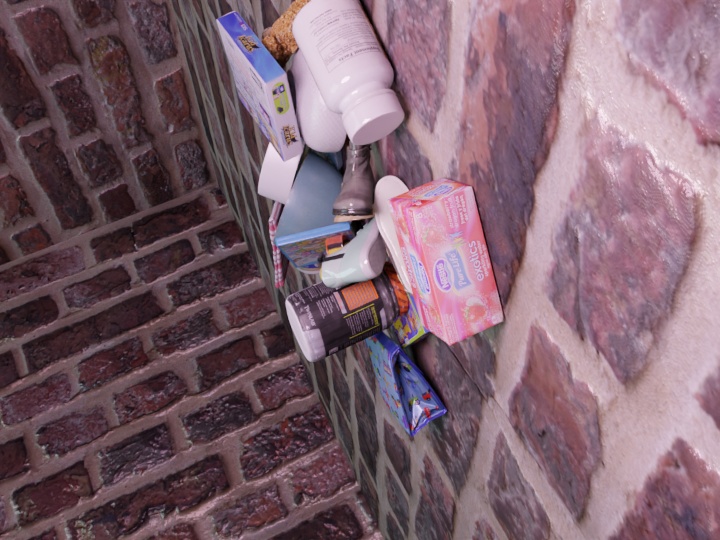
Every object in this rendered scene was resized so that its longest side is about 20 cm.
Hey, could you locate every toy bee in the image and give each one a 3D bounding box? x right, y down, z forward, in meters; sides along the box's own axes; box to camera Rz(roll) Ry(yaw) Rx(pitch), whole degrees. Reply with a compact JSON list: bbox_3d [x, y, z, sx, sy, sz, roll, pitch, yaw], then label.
[{"bbox_3d":[0.000,0.000,1.525,0.129,0.198,0.111,-20,74,40],"label":"toy bee"}]

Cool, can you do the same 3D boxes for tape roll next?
[{"bbox_3d":[-0.146,-0.242,1.646,0.202,0.069,0.207,-160,89,-90],"label":"tape roll"}]

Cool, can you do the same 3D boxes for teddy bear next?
[{"bbox_3d":[-0.127,-0.424,1.398,0.066,0.147,0.200,33,174,-14],"label":"teddy bear"}]

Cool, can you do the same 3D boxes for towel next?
[{"bbox_3d":[-0.178,-0.082,1.768,0.148,0.029,0.203,-83,-6,-48],"label":"towel"}]

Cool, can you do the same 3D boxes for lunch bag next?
[{"bbox_3d":[0.069,0.200,1.593,0.202,0.093,0.150,62,171,-24],"label":"lunch bag"}]

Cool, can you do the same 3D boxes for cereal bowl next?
[{"bbox_3d":[-0.084,-0.310,1.416,0.200,0.081,0.205,174,90,-75],"label":"cereal bowl"}]

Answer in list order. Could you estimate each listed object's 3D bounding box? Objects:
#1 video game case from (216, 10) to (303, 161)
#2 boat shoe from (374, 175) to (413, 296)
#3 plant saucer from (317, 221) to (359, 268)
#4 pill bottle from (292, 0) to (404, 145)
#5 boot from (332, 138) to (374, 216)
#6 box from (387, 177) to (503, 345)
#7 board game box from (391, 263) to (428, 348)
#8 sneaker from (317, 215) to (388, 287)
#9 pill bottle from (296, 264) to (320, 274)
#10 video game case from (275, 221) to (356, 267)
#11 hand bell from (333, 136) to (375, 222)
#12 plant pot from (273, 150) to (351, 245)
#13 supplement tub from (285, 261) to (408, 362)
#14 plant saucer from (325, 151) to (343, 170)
[{"bbox_3d":[-0.175,-0.322,1.403,0.201,0.045,0.183,55,164,32],"label":"video game case"},{"bbox_3d":[0.069,-0.053,1.314,0.060,0.071,0.206,86,166,-80],"label":"boat shoe"},{"bbox_3d":[-0.056,-0.072,1.771,0.199,0.029,0.204,30,129,44],"label":"plant saucer"},{"bbox_3d":[-0.014,-0.296,1.181,0.115,0.112,0.203,113,133,-72],"label":"pill bottle"},{"bbox_3d":[-0.009,-0.164,1.305,0.200,0.066,0.134,-74,-15,-74],"label":"boot"},{"bbox_3d":[0.119,-0.014,1.120,0.102,0.093,0.204,-146,36,-66],"label":"box"},{"bbox_3d":[0.088,0.061,1.475,0.200,0.044,0.137,122,126,-74],"label":"board game box"},{"bbox_3d":[-0.004,-0.041,1.365,0.075,0.116,0.201,64,-151,-19],"label":"sneaker"},{"bbox_3d":[-0.121,-0.105,1.909,0.120,0.118,0.203,-127,20,-49],"label":"pill bottle"},{"bbox_3d":[-0.076,-0.047,1.544,0.200,0.140,0.018,62,-165,-78],"label":"video game case"},{"bbox_3d":[-0.012,-0.196,1.448,0.104,0.102,0.205,-167,69,-74],"label":"hand bell"},{"bbox_3d":[-0.080,-0.121,1.625,0.132,0.204,0.200,23,164,-2],"label":"plant pot"},{"bbox_3d":[-0.023,0.067,1.398,0.122,0.196,0.125,158,90,-77],"label":"supplement tub"},{"bbox_3d":[-0.062,-0.297,1.591,0.202,0.019,0.070,81,162,-46],"label":"plant saucer"}]
